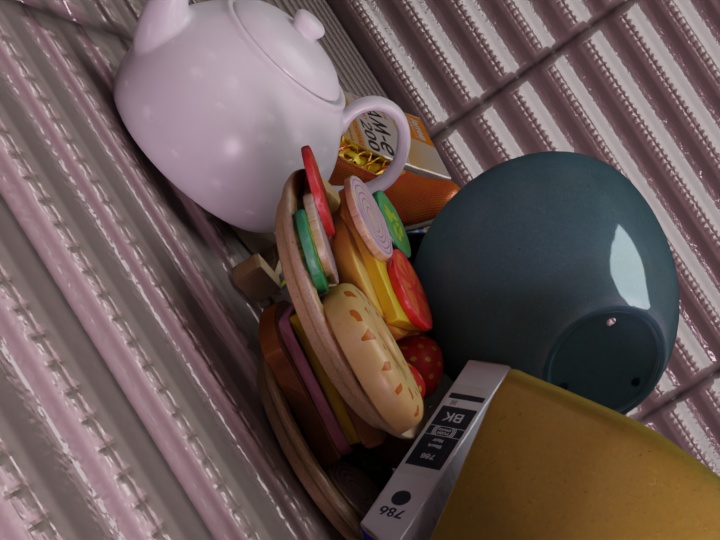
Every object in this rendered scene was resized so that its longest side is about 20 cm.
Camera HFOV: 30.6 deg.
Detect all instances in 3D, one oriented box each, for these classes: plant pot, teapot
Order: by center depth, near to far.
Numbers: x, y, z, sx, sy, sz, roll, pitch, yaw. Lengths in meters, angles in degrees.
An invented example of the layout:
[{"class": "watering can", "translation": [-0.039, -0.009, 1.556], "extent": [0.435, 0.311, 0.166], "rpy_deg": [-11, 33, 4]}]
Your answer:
[{"class": "plant pot", "translation": [0.167, 0.197, 0.749], "extent": [0.193, 0.197, 0.199], "rpy_deg": [34, -14, -30]}, {"class": "plant pot", "translation": [0.148, 0.033, 0.942], "extent": [0.201, 0.199, 0.135], "rpy_deg": [50, 5, -30]}, {"class": "teapot", "translation": [-0.078, -0.135, 1.007], "extent": [0.198, 0.146, 0.200], "rpy_deg": [51, 18, 16]}]

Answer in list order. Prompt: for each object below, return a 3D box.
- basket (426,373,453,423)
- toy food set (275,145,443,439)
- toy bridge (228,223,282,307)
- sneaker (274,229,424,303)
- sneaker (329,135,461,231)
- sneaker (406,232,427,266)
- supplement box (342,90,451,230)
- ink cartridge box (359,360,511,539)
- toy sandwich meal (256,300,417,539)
[{"class": "basket", "translation": [0.105, 0.112, 1.133], "extent": [0.201, 0.176, 0.139], "rpy_deg": [51, 19, 15]}, {"class": "toy food set", "translation": [0.003, 0.016, 0.875], "extent": [0.200, 0.048, 0.200], "rpy_deg": [69, 16, 13]}, {"class": "toy bridge", "translation": [-0.092, -0.039, 1.075], "extent": [0.067, 0.027, 0.201], "rpy_deg": [51, 11, -39]}, {"class": "sneaker", "translation": [0.000, 0.000, 1.101], "extent": [0.075, 0.106, 0.200], "rpy_deg": [38, 14, 13]}, {"class": "sneaker", "translation": [-0.009, -0.075, 1.106], "extent": [0.073, 0.197, 0.078], "rpy_deg": [-48, 141, -57]}, {"class": "sneaker", "translation": [0.056, 0.020, 1.018], "extent": [0.198, 0.084, 0.078], "rpy_deg": [16, 56, -20]}, {"class": "supplement box", "translation": [-0.027, -0.117, 1.244], "extent": [0.198, 0.074, 0.127], "rpy_deg": [16, 29, -25]}, {"class": "ink cartridge box", "translation": [0.053, 0.160, 0.854], "extent": [0.200, 0.039, 0.100], "rpy_deg": [-51, 136, -42]}, {"class": "toy sandwich meal", "translation": [-0.003, 0.105, 0.925], "extent": [0.206, 0.070, 0.205], "rpy_deg": [54, 10, -14]}]
